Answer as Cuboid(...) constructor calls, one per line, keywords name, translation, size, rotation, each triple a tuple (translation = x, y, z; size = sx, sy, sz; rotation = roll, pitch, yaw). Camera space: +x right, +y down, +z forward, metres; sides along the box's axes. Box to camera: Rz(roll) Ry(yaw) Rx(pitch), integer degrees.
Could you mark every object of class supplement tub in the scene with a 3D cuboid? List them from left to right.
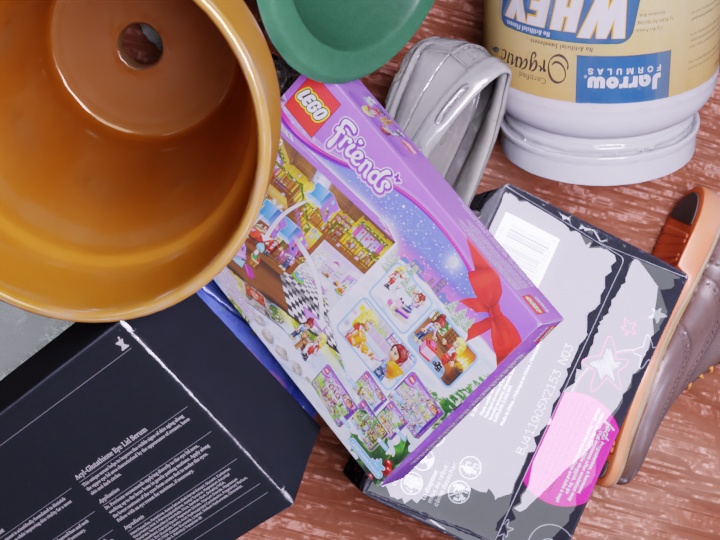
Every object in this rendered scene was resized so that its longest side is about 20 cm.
Cuboid(name="supplement tub", translation=(0.144, -0.167, 0.986), size=(0.143, 0.145, 0.202), rotation=(-6, 118, -7))

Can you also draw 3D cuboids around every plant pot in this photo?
Cuboid(name="plant pot", translation=(-0.132, -0.101, 0.899), size=(0.198, 0.184, 0.202), rotation=(2, 113, 6))

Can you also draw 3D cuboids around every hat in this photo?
Cuboid(name="hat", translation=(-0.058, -0.224, 0.930), size=(0.165, 0.175, 0.202), rotation=(-22, 125, -45))

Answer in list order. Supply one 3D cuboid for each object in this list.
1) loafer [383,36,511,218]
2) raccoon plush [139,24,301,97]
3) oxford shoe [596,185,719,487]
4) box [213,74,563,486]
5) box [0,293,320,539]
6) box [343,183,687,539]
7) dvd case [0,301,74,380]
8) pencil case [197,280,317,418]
Cuboid(name="loafer", translation=(0.034, -0.036, 0.972), size=(0.070, 0.069, 0.202), rotation=(7, 103, -45))
Cuboid(name="raccoon plush", translation=(-0.068, -0.066, 1.037), size=(0.199, 0.097, 0.135), rotation=(31, 100, 21))
Cuboid(name="oxford shoe", translation=(0.207, 0.051, 1.060), size=(0.072, 0.071, 0.202), rotation=(25, 87, -12))
Cuboid(name="box", translation=(0.000, 0.000, 0.937), size=(0.137, 0.039, 0.200), rotation=(-46, 73, 22))
Cuboid(name="box", translation=(-0.144, 0.108, 0.955), size=(0.199, 0.079, 0.141), rotation=(-35, 109, 27))
Cuboid(name="box", translation=(0.090, 0.066, 1.023), size=(0.131, 0.115, 0.202), rotation=(26, 85, -5))
Cuboid(name="dvd case", translation=(-0.194, -0.010, 1.034), size=(0.199, 0.022, 0.147), rotation=(-27, 93, -8))
Cuboid(name="pencil case", translation=(-0.101, 0.034, 0.996), size=(0.200, 0.078, 0.087), rotation=(40, 117, -13))
